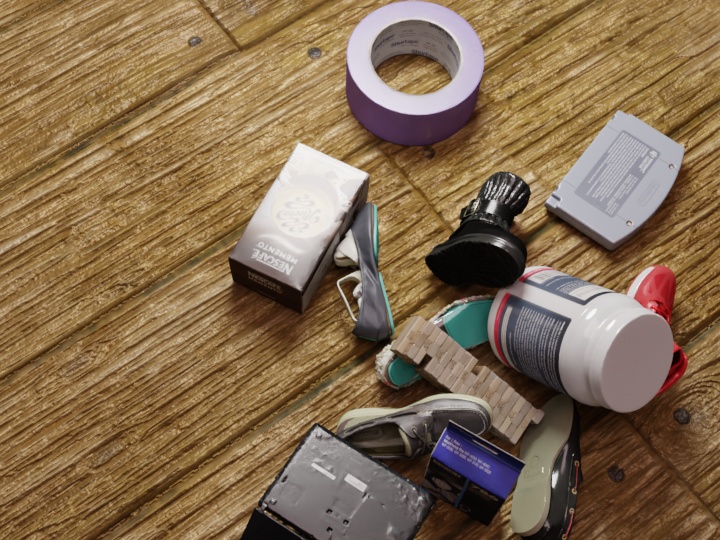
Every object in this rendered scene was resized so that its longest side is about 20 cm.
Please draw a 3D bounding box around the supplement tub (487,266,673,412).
[{"bbox_3d":[0.267,0.083,1.281,0.140,0.141,0.200,-39,33,-18],"label":"supplement tub"}]

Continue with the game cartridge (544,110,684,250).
[{"bbox_3d":[0.370,-0.126,1.484,0.133,0.041,0.200,35,69,17],"label":"game cartridge"}]

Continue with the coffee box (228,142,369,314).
[{"bbox_3d":[-0.081,-0.058,1.411,0.113,0.080,0.200,25,66,9],"label":"coffee box"}]

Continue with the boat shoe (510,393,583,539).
[{"bbox_3d":[0.239,0.249,1.293,0.063,0.074,0.202,37,52,-24],"label":"boat shoe"}]

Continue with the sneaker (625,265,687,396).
[{"bbox_3d":[0.389,0.082,1.334,0.078,0.115,0.200,29,73,-23],"label":"sneaker"}]

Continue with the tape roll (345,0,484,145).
[{"bbox_3d":[0.078,-0.289,1.523,0.199,0.085,0.201,1,66,-2],"label":"tape roll"}]

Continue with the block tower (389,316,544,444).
[{"bbox_3d":[0.133,0.140,1.303,0.200,0.054,0.058,38,79,-8],"label":"block tower"}]

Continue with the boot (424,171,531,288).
[{"bbox_3d":[0.181,-0.059,1.362,0.158,0.211,0.079,-47,108,-17],"label":"boot"}]

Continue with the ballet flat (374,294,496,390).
[{"bbox_3d":[0.101,0.084,1.361,0.200,0.064,0.076,-27,108,-15],"label":"ballet flat"}]

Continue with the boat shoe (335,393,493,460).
[{"bbox_3d":[0.062,0.201,1.272,0.200,0.072,0.066,-8,23,16],"label":"boat shoe"}]

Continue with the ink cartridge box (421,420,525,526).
[{"bbox_3d":[0.127,0.241,1.213,0.099,0.200,0.039,29,67,13],"label":"ink cartridge box"}]

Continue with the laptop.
[{"bbox_3d":[-0.038,0.320,1.241,0.177,0.103,0.200,30,59,11],"label":"laptop"}]

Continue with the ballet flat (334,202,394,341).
[{"bbox_3d":[0.000,0.000,1.396,0.073,0.073,0.201,-6,68,-4],"label":"ballet flat"}]
